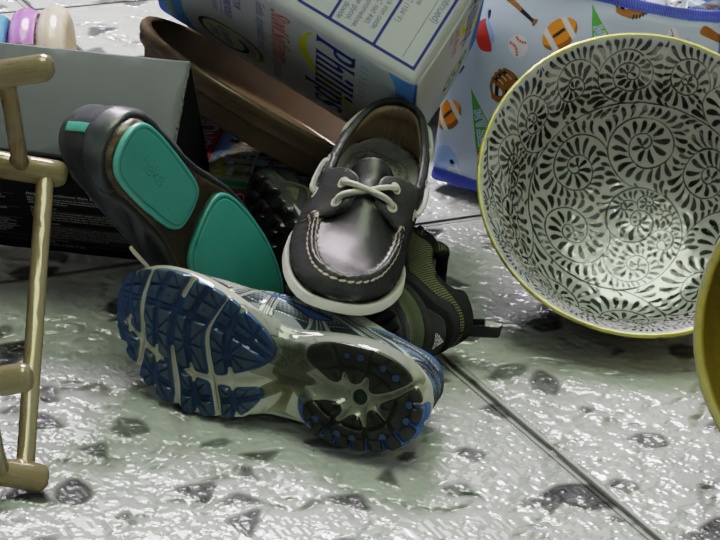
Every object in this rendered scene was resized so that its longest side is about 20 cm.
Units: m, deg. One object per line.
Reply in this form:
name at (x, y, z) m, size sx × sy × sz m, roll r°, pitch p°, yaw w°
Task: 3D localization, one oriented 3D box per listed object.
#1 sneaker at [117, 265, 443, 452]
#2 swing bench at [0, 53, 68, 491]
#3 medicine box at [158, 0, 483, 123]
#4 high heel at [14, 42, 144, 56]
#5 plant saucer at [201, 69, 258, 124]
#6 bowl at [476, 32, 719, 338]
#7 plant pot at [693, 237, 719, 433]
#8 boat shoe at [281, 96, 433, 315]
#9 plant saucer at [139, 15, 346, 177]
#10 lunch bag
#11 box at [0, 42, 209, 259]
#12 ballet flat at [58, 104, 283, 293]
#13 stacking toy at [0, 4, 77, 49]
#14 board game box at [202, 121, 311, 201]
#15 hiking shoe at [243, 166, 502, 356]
sneaker at (-0.043, 0.047, 1.404) m, size 0.200 × 0.077 × 0.085 m, roll 21°, pitch 18°, yaw 19°
swing bench at (-0.258, -0.001, 1.287) m, size 0.199 × 0.130 × 0.199 m, roll 1°, pitch 61°, yaw -2°
medicine box at (-0.027, -0.184, 1.585) m, size 0.200 × 0.103 × 0.182 m, roll 32°, pitch -10°, yaw 5°
high heel at (-0.223, -0.111, 1.671) m, size 0.199 × 0.072 × 0.143 m, roll -11°, pitch 13°, yaw -2°
plant saucer at (-0.134, -0.104, 1.710) m, size 0.070 × 0.019 × 0.200 m, roll 2°, pitch 28°, yaw 47°
bowl at (0.169, -0.037, 1.546) m, size 0.200 × 0.201 × 0.094 m, roll 0°, pitch -21°, yaw -1°
plant pot at (0.294, 0.038, 1.358) m, size 0.200 × 0.201 × 0.142 m, roll 14°, pitch 0°, yaw 20°
boat shoe at (0.005, -0.039, 1.447) m, size 0.074 × 0.060 × 0.200 m, roll 18°, pitch 29°, yaw 5°
plant saucer at (-0.060, -0.104, 1.621) m, size 0.200 × 0.030 × 0.200 m, roll 29°, pitch 10°, yaw -5°
lunch bag at (0.165, -0.122, 1.689) m, size 0.200 × 0.171 × 0.124 m, roll 20°, pitch 26°, yaw 35°
box at (-0.201, -0.075, 1.537) m, size 0.199 × 0.141 × 0.079 m, roll 6°, pitch 68°, yaw 4°
ballet flat at (-0.113, -0.033, 1.442) m, size 0.073 × 0.200 × 0.073 m, roll -15°, pitch 53°, yaw 20°
stacking toy at (-0.305, -0.145, 1.786) m, size 0.199 × 0.086 × 0.085 m, roll -2°, pitch 23°, yaw 2°
board game box at (-0.068, -0.085, 1.739) m, size 0.134 × 0.029 × 0.200 m, roll 7°, pitch 24°, yaw 5°
hiking shoe at (0.000, 0.000, 1.519) m, size 0.100 × 0.076 × 0.200 m, roll -2°, pitch 32°, yaw -34°
